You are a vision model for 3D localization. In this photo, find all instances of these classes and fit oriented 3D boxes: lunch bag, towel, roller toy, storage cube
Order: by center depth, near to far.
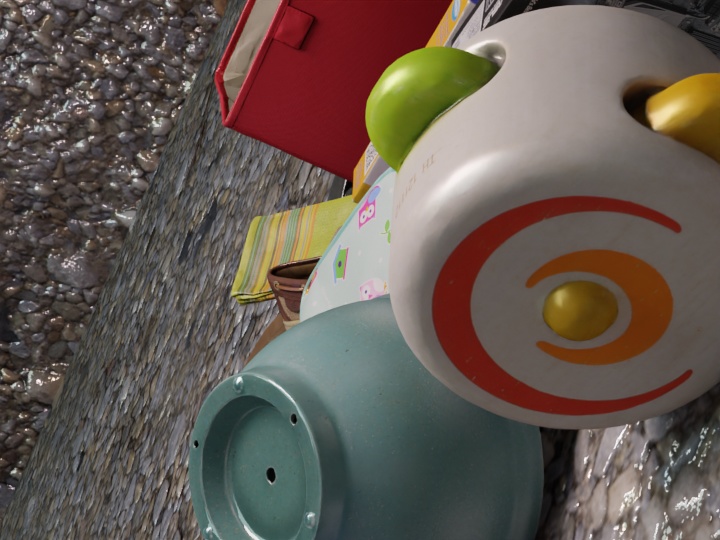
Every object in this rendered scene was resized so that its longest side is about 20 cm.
[{"bbox_3d":[0.108,-0.020,0.874,0.140,0.199,0.183,-84,-14,-48],"label":"roller toy"},{"bbox_3d":[0.043,0.038,1.159,0.161,0.077,0.200,-54,39,28],"label":"lunch bag"},{"bbox_3d":[0.010,-0.171,1.347,0.201,0.179,0.171,-63,14,14],"label":"storage cube"},{"bbox_3d":[-0.023,-0.027,1.513,0.199,0.018,0.086,-13,54,36],"label":"towel"}]

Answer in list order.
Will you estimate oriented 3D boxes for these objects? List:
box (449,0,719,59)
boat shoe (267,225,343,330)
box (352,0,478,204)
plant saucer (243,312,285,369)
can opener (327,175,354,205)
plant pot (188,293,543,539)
[{"bbox_3d":[0.155,-0.133,0.910,0.200,0.157,0.050,-53,21,46],"label":"box"},{"bbox_3d":[0.000,0.000,1.363,0.072,0.072,0.200,-36,12,-38],"label":"boat shoe"},{"bbox_3d":[0.088,-0.105,1.197,0.042,0.119,0.200,-85,21,-49],"label":"box"},{"bbox_3d":[-0.048,0.106,1.471,0.200,0.029,0.201,-33,46,43],"label":"plant saucer"},{"bbox_3d":[-0.012,0.002,1.557,0.066,0.052,0.201,1,71,58],"label":"can opener"},{"bbox_3d":[-0.013,0.114,1.040,0.200,0.134,0.202,2,93,48],"label":"plant pot"}]
